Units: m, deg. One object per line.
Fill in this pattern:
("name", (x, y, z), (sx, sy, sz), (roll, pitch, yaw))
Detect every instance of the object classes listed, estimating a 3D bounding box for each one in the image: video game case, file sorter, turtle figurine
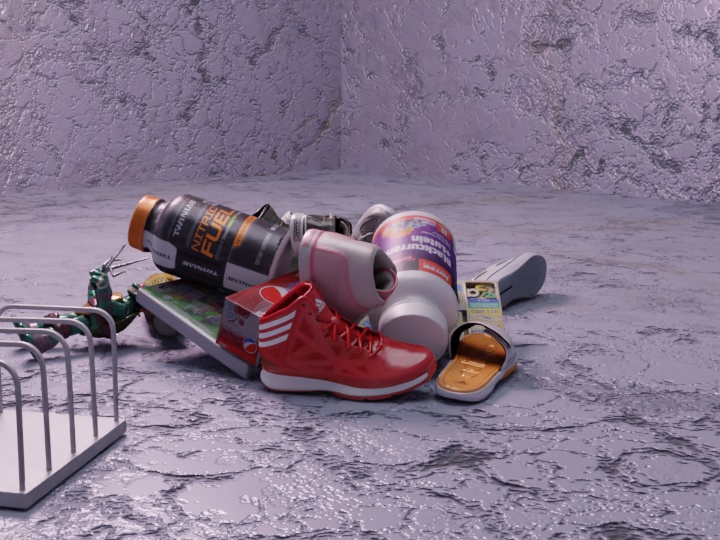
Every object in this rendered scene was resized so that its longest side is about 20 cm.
("video game case", (-0.150, 0.059, 1.357), (0.200, 0.022, 0.182), (30, 27, 30))
("file sorter", (-0.315, 0.112, 0.960), (0.138, 0.125, 0.200), (2, 10, 11))
("turtle figurine", (-0.341, 0.043, 1.383), (0.199, 0.101, 0.150), (-28, 3, -22))

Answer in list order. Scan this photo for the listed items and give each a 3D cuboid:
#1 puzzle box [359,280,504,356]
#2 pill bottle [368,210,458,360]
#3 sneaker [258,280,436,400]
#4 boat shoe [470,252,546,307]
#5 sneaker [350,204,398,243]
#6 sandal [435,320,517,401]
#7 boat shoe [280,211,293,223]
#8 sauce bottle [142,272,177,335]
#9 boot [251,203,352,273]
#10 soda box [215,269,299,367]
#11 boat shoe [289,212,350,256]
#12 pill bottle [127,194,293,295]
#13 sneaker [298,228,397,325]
("puzzle box", (0.085, 0.060, 1.398), (0.199, 0.026, 0.133), (0, 37, 0))
("pill bottle", (0.065, 0.024, 1.331), (0.111, 0.112, 0.200), (1, 37, 2))
("sneaker", (-0.020, 0.073, 1.174), (0.199, 0.116, 0.078), (-4, 27, 7))
("boat shoe", (0.227, 0.010, 1.696), (0.067, 0.074, 0.200), (10, 14, 33))
("sneaker", (0.000, 0.000, 1.505), (0.075, 0.200, 0.082), (30, 29, 5))
("sandal", (0.138, 0.093, 1.239), (0.079, 0.060, 0.207), (10, 16, 14))
("boat shoe", (-0.043, -0.018, 1.646), (0.199, 0.065, 0.074), (31, 19, -14))
("sauce bottle", (-0.270, 0.048, 1.495), (0.066, 0.066, 0.200), (-2, 9, -15))
("boot", (-0.094, -0.049, 1.530), (0.068, 0.131, 0.200), (-26, 22, 41))
("soda box", (-0.086, 0.050, 1.313), (0.070, 0.064, 0.200), (26, 24, 24))
("boat shoe", (-0.046, -0.040, 1.417), (0.063, 0.071, 0.200), (-1, -1, 6))
("pill bottle", (-0.192, -0.032, 1.370), (0.199, 0.107, 0.106), (18, 12, 7))
("sneaker", (-0.009, 0.042, 1.242), (0.104, 0.201, 0.076), (7, 44, 14))
